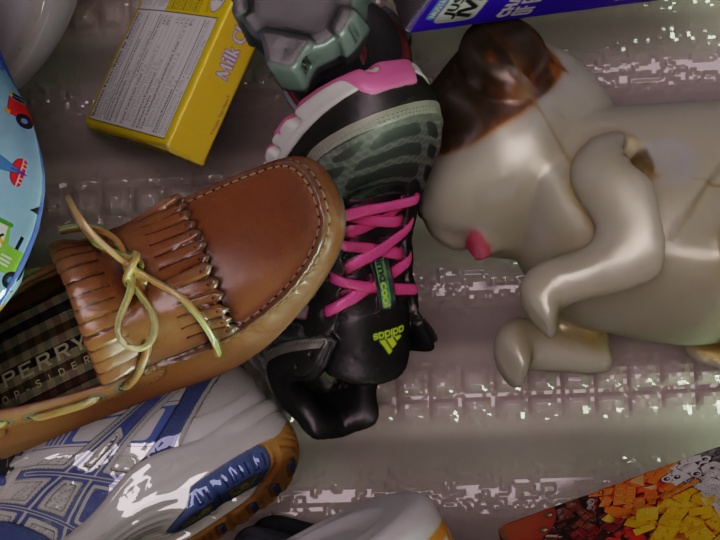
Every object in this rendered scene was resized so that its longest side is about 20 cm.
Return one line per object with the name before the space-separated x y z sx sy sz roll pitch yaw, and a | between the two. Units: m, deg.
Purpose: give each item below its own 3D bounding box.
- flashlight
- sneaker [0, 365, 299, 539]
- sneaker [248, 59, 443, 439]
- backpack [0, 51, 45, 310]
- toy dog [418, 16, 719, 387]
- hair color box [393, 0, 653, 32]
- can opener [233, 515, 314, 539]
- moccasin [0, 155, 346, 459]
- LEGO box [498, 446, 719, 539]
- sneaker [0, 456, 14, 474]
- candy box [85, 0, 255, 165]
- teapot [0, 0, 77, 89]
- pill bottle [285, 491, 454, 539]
flashlight | -0.013 -0.103 0.723 0.068 0.200 0.068 -36 81 0
sneaker | -0.128 0.101 0.734 0.200 0.075 0.088 -29 68 -21
sneaker | 0.000 0.000 0.713 0.074 0.200 0.088 -13 55 -29
backpack | -0.215 -0.039 0.642 0.183 0.134 0.200 -45 52 19
toy dog | 0.117 -0.036 0.738 0.200 0.140 0.194 21 77 8
hair color box | 0.094 -0.174 0.732 0.200 0.065 0.109 -13 71 -29
can opener | 0.036 0.156 0.762 0.200 0.063 0.079 22 88 7
moccasin | -0.097 0.013 0.664 0.201 0.078 0.074 -22 75 19
LEGO box | 0.157 0.176 0.689 0.149 0.077 0.200 -20 115 -3
sneaker | -0.128 0.155 0.775 0.083 0.072 0.200 -3 84 4
candy box | -0.061 -0.148 0.787 0.026 0.102 0.200 25 87 -29
teapot | -0.212 -0.168 0.784 0.200 0.146 0.198 25 114 -13
pill bottle | 0.023 0.202 0.689 0.112 0.112 0.200 -27 93 3
